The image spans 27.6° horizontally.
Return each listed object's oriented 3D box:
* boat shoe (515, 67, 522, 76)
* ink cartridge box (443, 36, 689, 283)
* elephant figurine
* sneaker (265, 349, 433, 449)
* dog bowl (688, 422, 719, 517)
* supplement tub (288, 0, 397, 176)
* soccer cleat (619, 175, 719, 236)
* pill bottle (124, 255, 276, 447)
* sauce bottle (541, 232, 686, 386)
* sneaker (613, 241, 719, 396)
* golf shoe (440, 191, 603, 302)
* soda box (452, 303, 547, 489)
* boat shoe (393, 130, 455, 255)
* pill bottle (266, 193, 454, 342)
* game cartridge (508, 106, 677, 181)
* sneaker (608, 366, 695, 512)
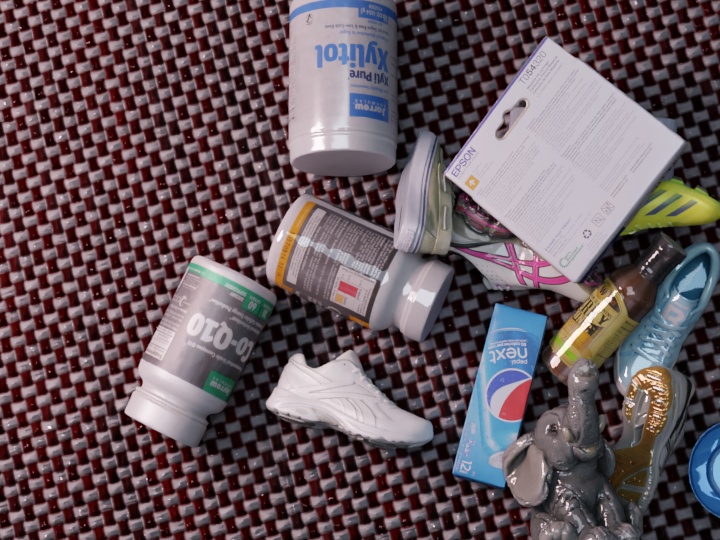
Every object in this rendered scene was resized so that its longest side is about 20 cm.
[{"bbox_3d":[0.271,-0.180,1.687,0.200,0.073,0.065,41,68,-1],"label":"boat shoe"},{"bbox_3d":[0.228,-0.123,1.633,0.200,0.043,0.197,41,102,17],"label":"ink cartridge box"},{"bbox_3d":[0.228,0.211,1.599,0.154,0.141,0.202,-20,79,23],"label":"elephant figurine"},{"bbox_3d":[-0.006,0.144,1.695,0.198,0.078,0.100,16,78,8],"label":"sneaker"},{"bbox_3d":[0.461,0.246,1.638,0.199,0.050,0.112,26,83,10],"label":"dog bowl"},{"bbox_3d":[-0.020,-0.223,1.733,0.131,0.132,0.202,-2,79,6],"label":"supplement tub"},{"bbox_3d":[0.308,-0.067,1.657,0.198,0.065,0.084,11,73,23],"label":"soccer cleat"},{"bbox_3d":[-0.188,0.095,1.703,0.112,0.113,0.201,25,84,10],"label":"pill bottle"},{"bbox_3d":[0.287,0.043,1.657,0.065,0.065,0.200,42,105,11],"label":"sauce bottle"},{"bbox_3d":[0.347,0.052,1.668,0.073,0.082,0.201,25,83,11],"label":"sneaker"},{"bbox_3d":[0.187,-0.011,1.713,0.199,0.073,0.093,30,118,4],"label":"golf shoe"},{"bbox_3d":[0.160,0.146,1.679,0.064,0.068,0.202,13,81,9],"label":"soda box"},{"bbox_3d":[0.078,-0.085,1.697,0.062,0.072,0.201,18,43,-8],"label":"boat shoe"},{"bbox_3d":[0.000,0.000,1.697,0.199,0.116,0.117,25,83,10],"label":"pill bottle"},{"bbox_3d":[0.270,-0.120,1.732,0.198,0.042,0.135,5,76,7],"label":"game cartridge"},{"bbox_3d":[0.326,0.205,1.648,0.075,0.087,0.202,30,108,38],"label":"sneaker"}]
